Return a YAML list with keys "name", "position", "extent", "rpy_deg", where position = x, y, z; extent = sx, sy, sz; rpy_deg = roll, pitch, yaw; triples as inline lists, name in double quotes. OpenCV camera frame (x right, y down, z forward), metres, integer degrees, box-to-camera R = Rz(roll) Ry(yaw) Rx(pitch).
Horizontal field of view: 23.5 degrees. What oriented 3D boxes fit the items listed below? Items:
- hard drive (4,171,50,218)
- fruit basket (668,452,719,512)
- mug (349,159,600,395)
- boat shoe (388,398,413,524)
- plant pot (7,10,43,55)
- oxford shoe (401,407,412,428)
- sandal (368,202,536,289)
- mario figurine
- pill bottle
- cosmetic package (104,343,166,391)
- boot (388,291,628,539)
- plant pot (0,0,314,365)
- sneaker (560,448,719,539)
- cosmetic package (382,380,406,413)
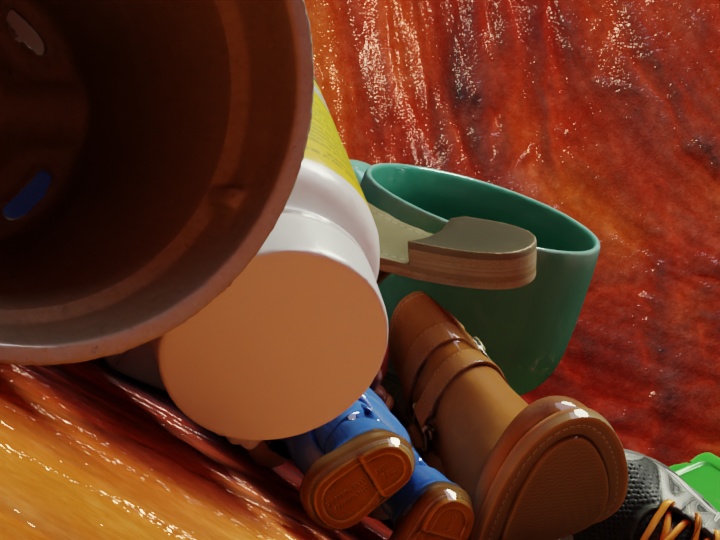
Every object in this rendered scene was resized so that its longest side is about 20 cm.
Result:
- name: "hard drive"
  position: [-0.118, -0.052, 1.010]
  extent: [0.200, 0.132, 0.025]
  rpy_deg: [35, 19, -51]
- name: "fruit basket"
  position: [0.247, 0.241, 1.101]
  extent: [0.216, 0.155, 0.216]
  rpy_deg: [43, -37, 47]
- name: "mug"
  position: [0.054, 0.008, 1.078]
  extent: [0.151, 0.115, 0.185]
  rpy_deg: [11, 15, -21]
- name: "boat shoe"
  position: [0.042, 0.117, 1.025]
  extent: [0.200, 0.076, 0.072]
  rpy_deg: [33, -2, 39]
- name: "plant pot"
  position: [-0.170, -0.111, 1.066]
  extent: [0.200, 0.174, 0.200]
  rpy_deg: [33, -2, 2]
- name: "oxford shoe"
  position: [0.093, 0.147, 1.052]
  extent: [0.200, 0.075, 0.071]
  rpy_deg: [37, -40, 22]
- name: "sandal"
  position: [-0.003, 0.002, 0.936]
  extent: [0.211, 0.070, 0.078]
  rpy_deg: [13, 23, 32]
- name: "mario figurine"
  position: [-0.019, 0.087, 0.825]
  extent: [0.200, 0.106, 0.124]
  rpy_deg: [-128, -154, -66]
- name: "pill bottle"
  position: [-0.055, -0.023, 0.771]
  extent: [0.114, 0.114, 0.200]
  rpy_deg: [34, 19, -31]
- name: "cosmetic package"
  position: [-0.082, 0.021, 0.954]
  extent: [0.102, 0.074, 0.200]
  rpy_deg: [49, 8, 30]
- name: "boot"
  position: [0.058, 0.070, 0.838]
  extent: [0.200, 0.073, 0.155]
  rpy_deg: [96, -26, -57]
- name: "plant pot"
  position: [-0.144, -0.070, 0.670]
  extent: [0.200, 0.201, 0.183]
  rpy_deg: [34, -12, -21]
- name: "sneaker"
  position: [0.181, 0.158, 0.920]
  extent: [0.200, 0.078, 0.077]
  rpy_deg: [34, -8, -15]
- name: "cosmetic package"
  position: [-0.018, 0.068, 1.163]
  extent: [0.200, 0.090, 0.107]
  rpy_deg: [30, -14, -3]
